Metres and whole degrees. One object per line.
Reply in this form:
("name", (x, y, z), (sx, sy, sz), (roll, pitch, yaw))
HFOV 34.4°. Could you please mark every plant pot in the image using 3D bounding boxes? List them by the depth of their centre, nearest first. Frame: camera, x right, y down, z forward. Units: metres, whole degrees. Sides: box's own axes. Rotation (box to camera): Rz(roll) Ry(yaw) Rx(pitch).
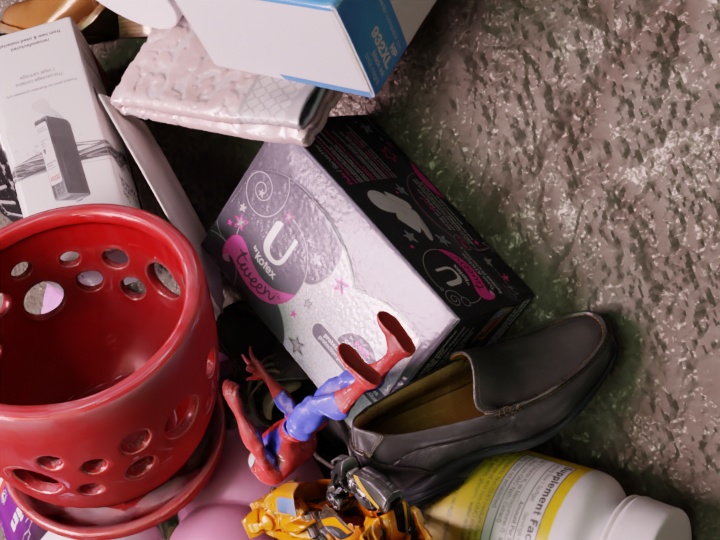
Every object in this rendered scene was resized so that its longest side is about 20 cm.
("plant pot", (-0.197, 0.080, 0.857), (0.200, 0.200, 0.183), (31, 149, 28))

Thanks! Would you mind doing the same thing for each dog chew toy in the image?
("dog chew toy", (-0.096, 0.219, 0.907), (0.123, 0.201, 0.125), (6, 130, 7))

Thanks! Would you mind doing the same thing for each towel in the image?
("towel", (-0.069, -0.186, 0.857), (0.190, 0.032, 0.201), (14, 65, 34))

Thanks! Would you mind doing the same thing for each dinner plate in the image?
("dinner plate", (-0.154, -0.057, 0.944), (0.024, 0.200, 0.201), (-28, 77, -7))

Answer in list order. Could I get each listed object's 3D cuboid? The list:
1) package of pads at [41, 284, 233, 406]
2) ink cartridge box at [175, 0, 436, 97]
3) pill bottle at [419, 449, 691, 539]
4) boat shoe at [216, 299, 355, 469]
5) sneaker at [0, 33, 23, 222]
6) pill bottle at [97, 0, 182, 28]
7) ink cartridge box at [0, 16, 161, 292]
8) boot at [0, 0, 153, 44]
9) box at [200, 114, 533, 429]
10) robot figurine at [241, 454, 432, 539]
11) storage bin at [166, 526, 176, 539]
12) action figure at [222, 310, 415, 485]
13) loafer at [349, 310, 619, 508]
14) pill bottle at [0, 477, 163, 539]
("package of pads", (-0.212, 0.096, 1.051), (0.199, 0.075, 0.122), (27, 116, 31))
("ink cartridge box", (-0.012, -0.227, 0.782), (0.144, 0.084, 0.201), (16, 64, 33))
("pill bottle", (0.115, 0.182, 0.799), (0.199, 0.114, 0.116), (12, 104, 35))
("boat shoe", (-0.051, 0.088, 0.932), (0.199, 0.073, 0.075), (34, 116, 28))
("sneaker", (-0.321, -0.130, 1.101), (0.073, 0.081, 0.202), (12, 123, 38))
("pill bottle", (-0.132, -0.289, 0.858), (0.113, 0.113, 0.201), (16, 74, 33))
("ink cartridge box", (-0.242, -0.089, 0.988), (0.083, 0.144, 0.202), (-16, 82, -4))
("boot", (-0.237, -0.279, 1.017), (0.198, 0.074, 0.157), (1, 99, 24))
("box", (0.000, 0.000, 0.855), (0.200, 0.114, 0.132), (49, 121, 20))
("robot figurine", (-0.007, 0.196, 0.778), (0.146, 0.058, 0.200), (64, 153, -4))
("storage bin", (-0.157, 0.321, 0.961), (0.197, 0.200, 0.095), (8, 117, 35))
("action figure", (-0.049, 0.078, 0.793), (0.099, 0.065, 0.200), (47, 138, 9))
("loafer", (0.084, 0.082, 0.774), (0.073, 0.199, 0.073), (48, 168, 47))
("pill bottle", (-0.227, 0.221, 0.953), (0.200, 0.111, 0.114), (32, 118, 58))
